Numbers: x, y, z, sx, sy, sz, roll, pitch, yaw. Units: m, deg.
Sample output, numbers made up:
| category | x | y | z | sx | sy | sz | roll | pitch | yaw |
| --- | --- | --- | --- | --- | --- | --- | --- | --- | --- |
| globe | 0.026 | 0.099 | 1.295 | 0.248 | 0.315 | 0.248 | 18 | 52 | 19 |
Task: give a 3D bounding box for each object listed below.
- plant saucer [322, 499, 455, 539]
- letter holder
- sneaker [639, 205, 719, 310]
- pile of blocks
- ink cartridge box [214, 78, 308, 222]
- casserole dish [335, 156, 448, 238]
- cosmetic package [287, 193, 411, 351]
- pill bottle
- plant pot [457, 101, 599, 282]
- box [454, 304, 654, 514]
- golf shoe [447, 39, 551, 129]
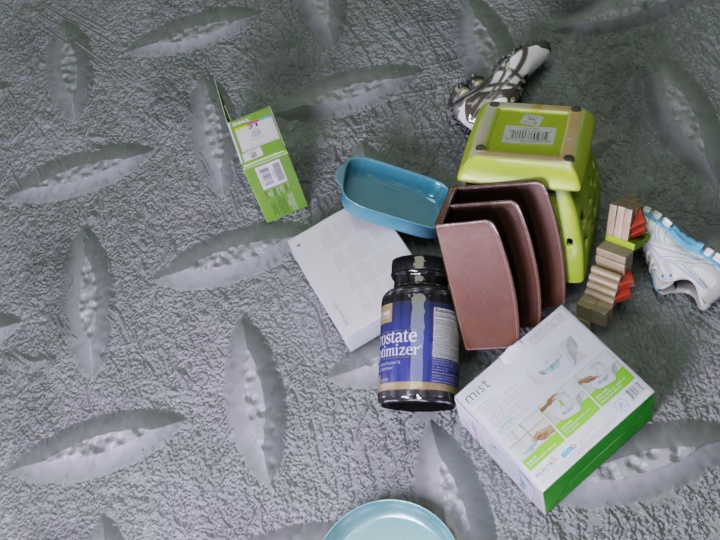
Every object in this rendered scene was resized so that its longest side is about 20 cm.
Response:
| category | x | y | z | sx | sy | sz | roll | pitch | yaw |
| --- | --- | --- | --- | --- | --- | --- | --- | --- | --- |
| plant saucer | 0.036 | 0.395 | 1.329 | 0.197 | 0.028 | 0.203 | -6 | 58 | 10 |
| letter holder | 0.195 | -0.006 | 1.386 | 0.140 | 0.202 | 0.101 | -3 | 32 | 21 |
| sneaker | 0.426 | -0.018 | 1.463 | 0.199 | 0.075 | 0.087 | 37 | 81 | 30 |
| pile of blocks | 0.363 | -0.003 | 1.442 | 0.062 | 0.082 | 0.203 | 23 | 100 | 36 |
| ink cartridge box | -0.160 | -0.204 | 1.655 | 0.075 | 0.148 | 0.202 | -21 | 57 | -1 |
| casserole dish | 0.052 | -0.106 | 1.572 | 0.197 | 0.039 | 0.122 | 17 | 41 | -8 |
| cosmetic package | 0.000 | 0.000 | 1.556 | 0.149 | 0.052 | 0.201 | -28 | 58 | -8 |
| pill bottle | 0.081 | 0.087 | 1.425 | 0.110 | 0.112 | 0.204 | -1 | 75 | 12 |
| plant pot | 0.236 | -0.121 | 1.470 | 0.197 | 0.183 | 0.200 | 7 | 42 | 16 |
| box | 0.253 | 0.179 | 1.367 | 0.199 | 0.097 | 0.176 | -39 | 59 | -11 |
| golf shoe | 0.238 | -0.291 | 1.674 | 0.199 | 0.078 | 0.095 | -34 | 76 | -7 |
